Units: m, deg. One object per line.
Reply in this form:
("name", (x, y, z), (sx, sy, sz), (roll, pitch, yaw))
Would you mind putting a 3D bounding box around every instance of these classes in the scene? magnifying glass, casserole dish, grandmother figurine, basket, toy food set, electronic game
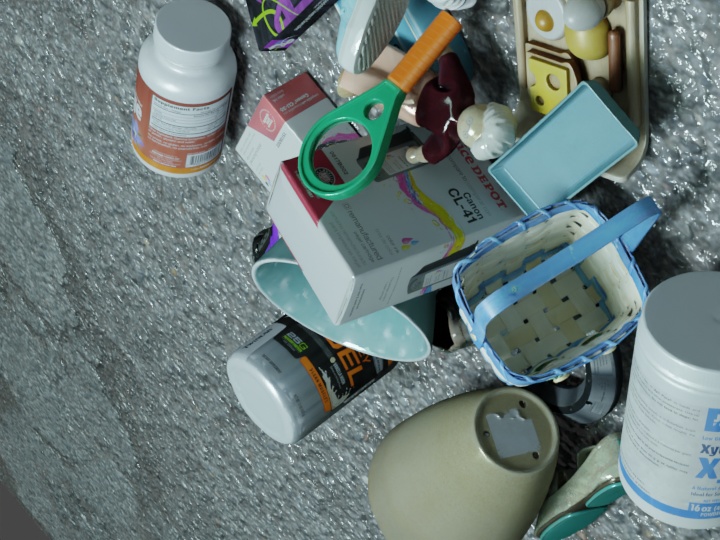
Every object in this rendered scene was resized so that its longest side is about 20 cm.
("magnifying glass", (0.020, -0.149, 1.356), (0.080, 0.200, 0.022), (41, -175, 31))
("casserole dish", (0.031, -0.238, 1.447), (0.201, 0.039, 0.121), (60, 149, -7))
("grandmother figurine", (0.063, -0.152, 1.382), (0.200, 0.060, 0.122), (30, 130, 37))
("basket", (0.170, 0.014, 1.305), (0.139, 0.176, 0.200), (57, 171, 17))
("toy food set", (0.170, -0.183, 1.284), (0.143, 0.060, 0.201), (26, 137, 39))
("electronic game", (0.187, 0.060, 1.497), (0.200, 0.041, 0.201), (43, 148, 36))

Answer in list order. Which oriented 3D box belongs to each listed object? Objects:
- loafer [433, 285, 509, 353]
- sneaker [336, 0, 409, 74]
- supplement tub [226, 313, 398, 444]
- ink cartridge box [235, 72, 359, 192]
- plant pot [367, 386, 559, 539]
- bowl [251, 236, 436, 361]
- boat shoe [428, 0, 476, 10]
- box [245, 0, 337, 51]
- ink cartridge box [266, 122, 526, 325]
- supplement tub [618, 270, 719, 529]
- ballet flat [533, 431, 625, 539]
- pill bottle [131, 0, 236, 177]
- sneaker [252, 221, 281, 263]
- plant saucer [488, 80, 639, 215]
("loafer", (0.093, 0.052, 1.552), (0.072, 0.063, 0.200), (68, 166, -1))
("sneaker", (0.004, -0.279, 1.345), (0.082, 0.074, 0.201), (21, 97, 23))
("supplement tub", (-0.039, 0.091, 1.675), (0.122, 0.200, 0.123), (40, 152, 27))
("ink cartridge box", (-0.038, -0.099, 1.637), (0.200, 0.067, 0.117), (50, 148, 9))
("plant pot", (0.125, 0.201, 1.562), (0.188, 0.187, 0.200), (50, 150, 9))
("bowl", (0.000, 0.000, 1.539), (0.200, 0.105, 0.201), (22, 159, 9))
("boat shoe", (0.070, -0.262, 1.290), (0.200, 0.065, 0.074), (152, 101, -80))
("box", (-0.064, -0.316, 1.464), (0.200, 0.036, 0.144), (-29, 73, 57))
("ink cartridge box", (0.033, -0.054, 1.430), (0.148, 0.199, 0.086), (56, 152, 25))
("supplement tub", (0.297, 0.116, 1.314), (0.132, 0.132, 0.201), (33, 143, 32))
("ballet flat", (0.236, 0.225, 1.581), (0.200, 0.067, 0.063), (128, 134, -54))
("pill bottle", (-0.200, -0.208, 1.717), (0.112, 0.112, 0.200), (44, 146, 19))
("sneaker", (-0.092, -0.029, 1.772), (0.099, 0.069, 0.201), (34, 142, 35))
("plant saucer", (0.176, -0.102, 1.311), (0.070, 0.019, 0.200), (49, 155, 1))
